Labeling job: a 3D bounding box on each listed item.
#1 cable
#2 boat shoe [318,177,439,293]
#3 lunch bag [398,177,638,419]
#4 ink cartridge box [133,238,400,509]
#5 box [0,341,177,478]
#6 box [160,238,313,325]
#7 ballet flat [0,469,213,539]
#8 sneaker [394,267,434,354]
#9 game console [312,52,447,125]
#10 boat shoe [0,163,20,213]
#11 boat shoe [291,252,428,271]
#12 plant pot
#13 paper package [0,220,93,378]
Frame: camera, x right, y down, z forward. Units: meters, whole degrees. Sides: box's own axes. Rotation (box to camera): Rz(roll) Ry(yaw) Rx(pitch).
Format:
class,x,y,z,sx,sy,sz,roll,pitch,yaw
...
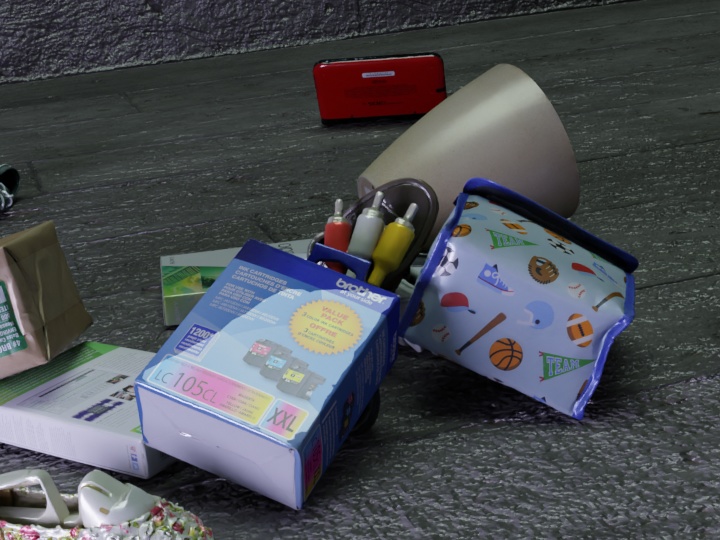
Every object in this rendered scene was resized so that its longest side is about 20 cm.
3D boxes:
class,x,y,z,sx,sy,sz,roll,pitch,yaw
cable,-0.015,0.031,1.174,0.097,0.050,0.200,3,64,22
boat shoe,0.000,0.000,1.263,0.072,0.200,0.068,43,15,12
lunch bag,0.136,0.010,1.208,0.170,0.124,0.200,27,19,3
ink cartridge box,-0.058,0.062,1.088,0.136,0.076,0.200,20,46,17
box,-0.201,0.109,1.188,0.200,0.036,0.144,9,23,34
box,-0.105,0.008,1.496,0.200,0.036,0.144,-8,18,-7
ballet flat,-0.199,0.166,0.982,0.200,0.064,0.076,-1,17,10
sneaker,0.011,0.028,1.333,0.200,0.081,0.075,0,20,20
game console,0.037,-0.293,2.279,0.200,0.172,0.119,-3,44,7
boat shoe,-0.484,-0.105,1.901,0.062,0.073,0.200,-10,13,-4
boat shoe,0.007,0.005,1.404,0.200,0.070,0.066,1,30,11
plant pot,0.104,-0.102,1.594,0.200,0.187,0.187,-25,23,-14
paper package,-0.348,0.047,1.226,0.200,0.104,0.191,-19,8,4
